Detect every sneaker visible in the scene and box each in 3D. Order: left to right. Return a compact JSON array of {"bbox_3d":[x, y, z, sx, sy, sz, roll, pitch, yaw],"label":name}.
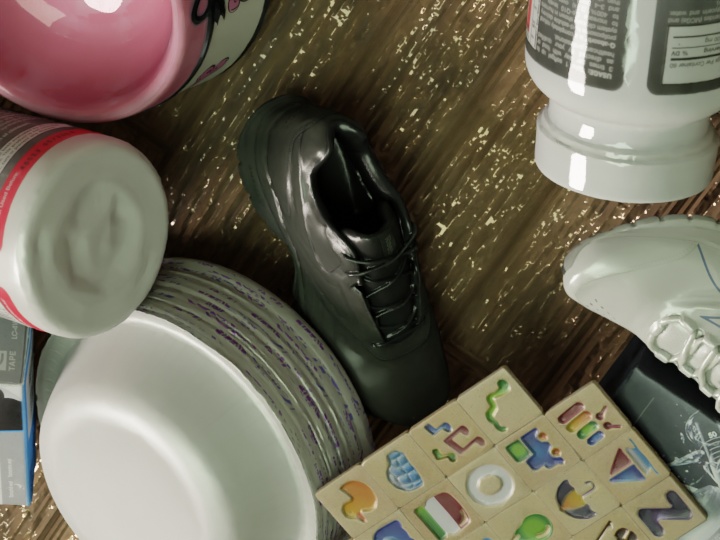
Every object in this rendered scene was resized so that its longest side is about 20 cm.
[{"bbox_3d":[0.000,0.000,1.634,0.091,0.076,0.200,9,129,61],"label":"sneaker"},{"bbox_3d":[0.197,0.034,1.562,0.200,0.087,0.075,19,146,-13],"label":"sneaker"}]

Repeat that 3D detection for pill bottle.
[{"bbox_3d":[-0.210,-0.036,1.648,0.200,0.111,0.111,16,121,41],"label":"pill bottle"},{"bbox_3d":[0.143,-0.143,1.519,0.116,0.116,0.200,11,116,12],"label":"pill bottle"}]

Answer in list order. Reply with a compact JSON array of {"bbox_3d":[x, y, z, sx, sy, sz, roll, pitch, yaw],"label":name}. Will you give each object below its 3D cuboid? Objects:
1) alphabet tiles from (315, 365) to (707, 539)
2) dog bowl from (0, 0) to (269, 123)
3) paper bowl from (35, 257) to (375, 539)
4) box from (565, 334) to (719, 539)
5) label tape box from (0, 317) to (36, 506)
[{"bbox_3d":[0.077,0.146,1.605,0.200,0.006,0.166,-35,105,23],"label":"alphabet tiles"},{"bbox_3d":[-0.151,-0.166,1.598,0.200,0.074,0.200,15,129,19],"label":"dog bowl"},{"bbox_3d":[-0.099,0.101,1.678,0.200,0.104,0.201,23,132,28],"label":"paper bowl"},{"bbox_3d":[0.182,0.151,1.650,0.182,0.104,0.200,34,118,1],"label":"box"},{"bbox_3d":[-0.287,0.074,1.715,0.200,0.066,0.143,0,148,-4],"label":"label tape box"}]
